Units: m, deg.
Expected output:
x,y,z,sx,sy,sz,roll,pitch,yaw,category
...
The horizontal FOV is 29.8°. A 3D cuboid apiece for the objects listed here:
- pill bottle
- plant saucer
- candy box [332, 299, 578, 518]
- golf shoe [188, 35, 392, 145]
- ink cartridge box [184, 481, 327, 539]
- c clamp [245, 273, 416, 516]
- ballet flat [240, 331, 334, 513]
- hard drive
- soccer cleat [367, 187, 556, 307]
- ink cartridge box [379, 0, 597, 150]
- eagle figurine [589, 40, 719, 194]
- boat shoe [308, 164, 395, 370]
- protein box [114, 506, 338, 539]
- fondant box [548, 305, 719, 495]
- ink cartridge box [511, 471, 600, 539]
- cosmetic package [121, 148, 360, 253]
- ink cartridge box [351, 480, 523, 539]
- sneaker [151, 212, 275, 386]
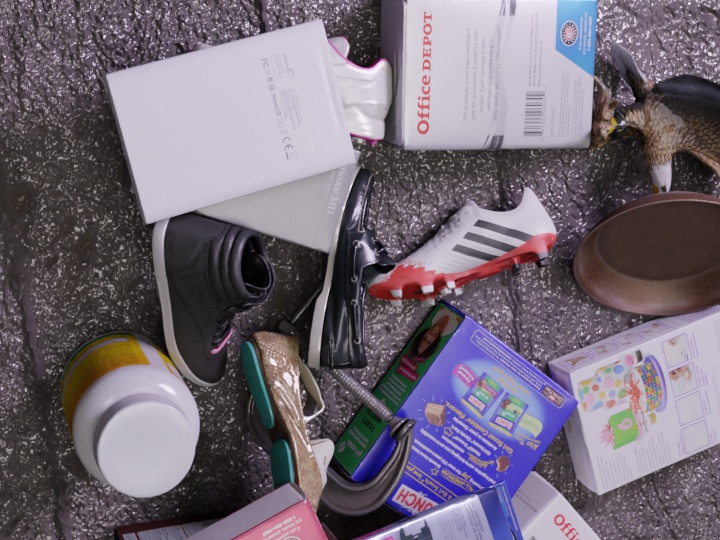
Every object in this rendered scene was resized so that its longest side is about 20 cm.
x,y,z,sx,sy,sz,roll,pitch,yaw,category
-0.206,0.130,1.211,0.112,0.200,0.114,-4,102,-17,pill bottle
0.317,-0.023,1.387,0.199,0.200,0.037,18,52,-20,plant saucer
0.096,0.163,1.383,0.169,0.077,0.201,37,87,-22,candy box
-0.062,-0.185,1.258,0.198,0.075,0.092,18,96,-17,golf shoe
-0.074,0.315,1.200,0.146,0.083,0.201,-27,99,-12,ink cartridge box
-0.023,0.130,1.318,0.171,0.027,0.200,-45,79,3,c clamp
-0.060,0.153,1.283,0.065,0.070,0.202,-11,84,-23,ballet flat
-0.113,-0.133,1.195,0.198,0.025,0.133,-17,102,-16,hard drive
0.097,-0.023,1.356,0.198,0.069,0.086,-17,74,0,soccer cleat
0.122,-0.194,1.313,0.198,0.086,0.148,-2,102,-16,ink cartridge box
0.325,-0.137,1.363,0.198,0.152,0.152,2,132,1,eagle figurine
0.000,0.000,1.297,0.065,0.075,0.201,11,76,7,boat shoe
-0.125,0.350,1.316,0.198,0.135,0.201,-6,103,-18,protein box
0.315,0.135,1.459,0.198,0.058,0.146,-20,107,-14,fondant box
0.167,0.337,1.437,0.200,0.084,0.146,-44,110,-5,ink cartridge box
-0.112,-0.095,1.258,0.198,0.090,0.108,15,93,-17,cosmetic package
0.090,0.286,1.301,0.199,0.042,0.120,-15,83,-34,ink cartridge box
-0.126,0.036,1.247,0.098,0.071,0.201,9,130,20,sneaker
